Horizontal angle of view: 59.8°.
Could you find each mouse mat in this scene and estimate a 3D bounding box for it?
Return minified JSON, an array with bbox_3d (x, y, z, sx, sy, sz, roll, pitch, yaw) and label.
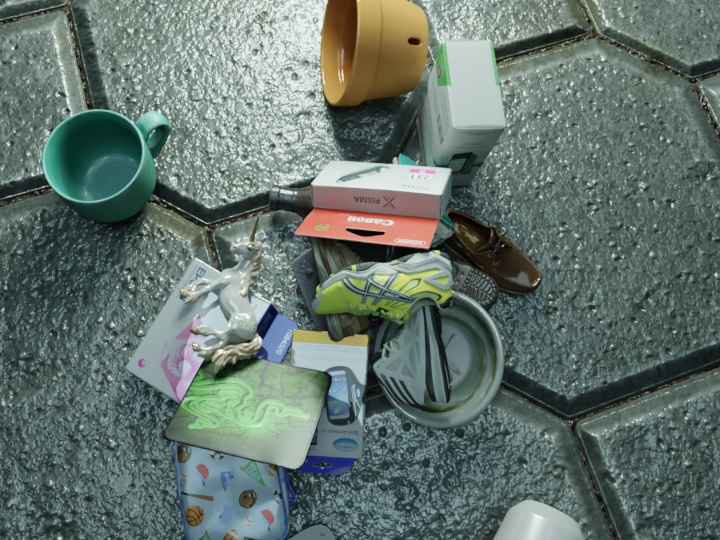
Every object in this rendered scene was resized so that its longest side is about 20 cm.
[{"bbox_3d":[-0.149,0.184,0.857,0.194,0.008,0.163,9,42,10],"label":"mouse mat"}]

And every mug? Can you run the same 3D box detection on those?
[{"bbox_3d":[-0.383,-0.156,0.981,0.180,0.115,0.156,-7,74,-6],"label":"mug"},{"bbox_3d":[0.242,0.417,0.866,0.147,0.188,0.155,11,60,34],"label":"mug"}]

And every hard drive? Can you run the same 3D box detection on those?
[{"bbox_3d":[0.000,0.000,0.969,0.197,0.042,0.137,-28,76,12],"label":"hard drive"}]

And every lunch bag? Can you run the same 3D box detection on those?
[{"bbox_3d":[-0.174,0.292,0.875,0.156,0.076,0.206,-10,87,-10],"label":"lunch bag"}]

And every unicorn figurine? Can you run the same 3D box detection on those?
[{"bbox_3d":[-0.195,0.038,0.927,0.134,0.074,0.205,-14,88,-20],"label":"unicorn figurine"}]

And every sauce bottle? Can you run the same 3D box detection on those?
[{"bbox_3d":[-0.049,-0.103,1.013,0.194,0.066,0.068,6,74,-2],"label":"sauce bottle"}]

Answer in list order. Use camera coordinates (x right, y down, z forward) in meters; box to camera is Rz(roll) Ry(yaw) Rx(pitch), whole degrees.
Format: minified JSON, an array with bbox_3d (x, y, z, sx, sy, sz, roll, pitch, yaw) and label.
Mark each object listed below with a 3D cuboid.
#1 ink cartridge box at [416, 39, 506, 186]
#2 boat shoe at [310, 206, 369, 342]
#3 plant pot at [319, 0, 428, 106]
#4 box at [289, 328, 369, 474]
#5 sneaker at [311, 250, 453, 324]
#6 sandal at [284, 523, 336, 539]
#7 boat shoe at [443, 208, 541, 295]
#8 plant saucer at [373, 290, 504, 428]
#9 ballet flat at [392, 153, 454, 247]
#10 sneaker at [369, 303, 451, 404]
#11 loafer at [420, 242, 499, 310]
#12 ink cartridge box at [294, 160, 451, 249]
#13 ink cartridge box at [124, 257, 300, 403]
[{"bbox_3d":[0.152,-0.241,0.994,0.082,0.200,0.150,-3,74,-7],"label":"ink cartridge box"},{"bbox_3d":[-0.031,0.001,0.923,0.070,0.076,0.205,-11,76,-3],"label":"boat shoe"},{"bbox_3d":[0.024,-0.372,1.039,0.136,0.200,0.206,0,73,-21],"label":"plant pot"},{"bbox_3d":[-0.050,0.193,0.929,0.116,0.041,0.206,4,87,-2],"label":"box"},{"bbox_3d":[0.029,0.033,0.828,0.195,0.075,0.078,-14,71,8],"label":"sneaker"},{"bbox_3d":[-0.124,0.419,0.871,0.197,0.043,0.077,-32,78,-11],"label":"sandal"},{"bbox_3d":[0.205,-0.031,1.006,0.198,0.068,0.073,34,75,6],"label":"boat shoe"},{"bbox_3d":[0.119,0.130,0.945,0.195,0.050,0.206,0,89,16],"label":"plant saucer"},{"bbox_3d":[0.083,-0.109,0.999,0.070,0.073,0.202,-15,45,-7],"label":"ballet flat"},{"bbox_3d":[0.060,0.094,0.898,0.112,0.076,0.206,-9,89,14],"label":"sneaker"},{"bbox_3d":[0.128,0.009,0.992,0.199,0.071,0.073,39,78,25],"label":"loafer"},{"bbox_3d":[0.021,-0.100,0.892,0.195,0.045,0.174,6,32,15],"label":"ink cartridge box"},{"bbox_3d":[-0.221,0.115,0.953,0.197,0.043,0.199,28,74,6],"label":"ink cartridge box"}]
